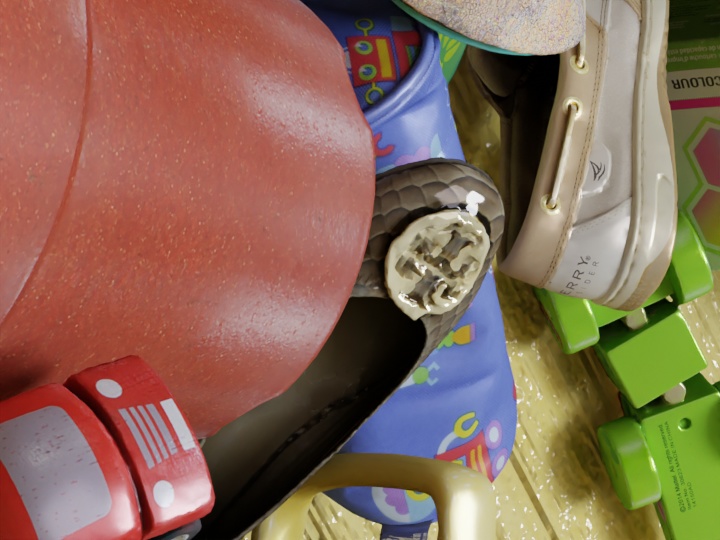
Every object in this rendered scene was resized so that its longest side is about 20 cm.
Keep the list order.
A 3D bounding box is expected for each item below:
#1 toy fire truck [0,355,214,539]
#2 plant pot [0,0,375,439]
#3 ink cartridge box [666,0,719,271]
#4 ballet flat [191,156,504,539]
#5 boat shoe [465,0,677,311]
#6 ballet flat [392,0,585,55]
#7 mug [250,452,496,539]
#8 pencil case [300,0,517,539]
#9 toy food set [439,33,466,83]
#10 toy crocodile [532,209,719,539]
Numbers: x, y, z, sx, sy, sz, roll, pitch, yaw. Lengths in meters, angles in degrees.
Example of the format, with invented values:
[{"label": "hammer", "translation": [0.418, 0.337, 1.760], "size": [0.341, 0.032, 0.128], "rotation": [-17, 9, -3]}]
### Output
[{"label": "toy fire truck", "translation": [-0.139, 0.098, 0.619], "size": [0.141, 0.200, 0.049], "rotation": [-19, 73, -43]}, {"label": "plant pot", "translation": [-0.109, -0.034, 0.674], "size": [0.195, 0.200, 0.201], "rotation": [16, 77, -53]}, {"label": "ink cartridge box", "translation": [0.186, -0.016, 0.996], "size": [0.076, 0.148, 0.200], "rotation": [-35, 113, -41]}, {"label": "ballet flat", "translation": [-0.026, 0.046, 0.763], "size": [0.200, 0.046, 0.067], "rotation": [-44, 125, 15]}, {"label": "boat shoe", "translation": [0.075, -0.082, 0.927], "size": [0.069, 0.074, 0.200], "rotation": [6, 60, -18]}, {"label": "ballet flat", "translation": [0.013, -0.117, 0.729], "size": [0.200, 0.067, 0.068], "rotation": [14, 45, -40]}, {"label": "mug", "translation": [0.005, 0.172, 0.799], "size": [0.149, 0.153, 0.187], "rotation": [44, 58, -35]}, {"label": "pencil case", "translation": [0.000, 0.000, 0.821], "size": [0.087, 0.078, 0.200], "rotation": [-22, 131, -9]}, {"label": "toy food set", "translation": [0.029, -0.156, 0.850], "size": [0.200, 0.049, 0.198], "rotation": [-63, 164, -10]}, {"label": "toy crocodile", "translation": [0.118, 0.035, 0.992], "size": [0.067, 0.062, 0.200], "rotation": [-24, 109, -3]}]
